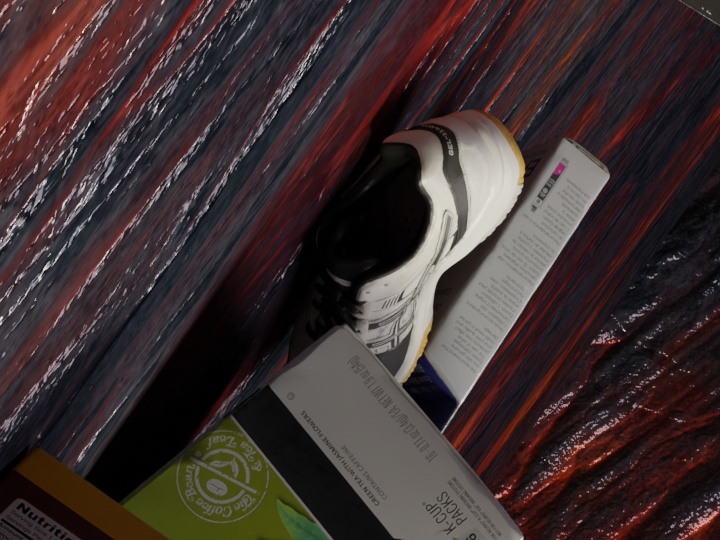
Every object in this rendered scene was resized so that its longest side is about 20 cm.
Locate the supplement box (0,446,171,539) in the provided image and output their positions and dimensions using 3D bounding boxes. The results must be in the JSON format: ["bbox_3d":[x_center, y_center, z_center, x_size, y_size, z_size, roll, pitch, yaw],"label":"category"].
[{"bbox_3d":[-0.149,0.215,1.042,0.200,0.133,0.198,-45,165,-54],"label":"supplement box"}]

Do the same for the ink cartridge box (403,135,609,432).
[{"bbox_3d":[0.037,0.024,1.527,0.200,0.043,0.196,-55,-168,-17],"label":"ink cartridge box"}]

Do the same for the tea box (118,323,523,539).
[{"bbox_3d":[-0.038,0.149,1.290,0.197,0.134,0.200,-40,170,-7],"label":"tea box"}]

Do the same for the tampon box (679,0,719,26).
[{"bbox_3d":[0.231,-0.253,1.519,0.200,0.126,0.150,-47,167,-47],"label":"tampon box"}]

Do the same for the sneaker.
[{"bbox_3d":[0.000,0.000,1.388,0.088,0.076,0.200,-10,136,-51],"label":"sneaker"}]
